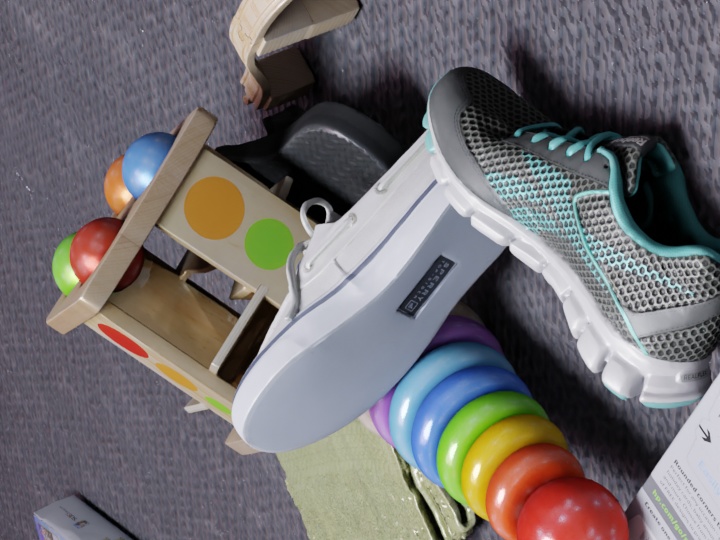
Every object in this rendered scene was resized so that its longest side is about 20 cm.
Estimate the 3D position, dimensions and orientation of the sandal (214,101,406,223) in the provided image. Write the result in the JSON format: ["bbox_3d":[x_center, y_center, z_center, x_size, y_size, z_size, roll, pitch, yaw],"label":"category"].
[{"bbox_3d":[-0.023,-0.063,1.278,0.075,0.048,0.200,38,160,-17],"label":"sandal"}]

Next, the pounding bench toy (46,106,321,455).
[{"bbox_3d":[-0.093,0.009,1.299,0.155,0.125,0.200,34,165,-10],"label":"pounding bench toy"}]

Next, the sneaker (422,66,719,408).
[{"bbox_3d":[0.108,-0.036,1.052,0.200,0.077,0.092,49,133,26],"label":"sneaker"}]

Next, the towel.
[{"bbox_3d":[-0.003,0.107,1.398,0.200,0.036,0.149,-21,93,64],"label":"towel"}]

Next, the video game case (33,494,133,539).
[{"bbox_3d":[-0.192,0.307,1.907,0.181,0.045,0.202,24,131,52],"label":"video game case"}]

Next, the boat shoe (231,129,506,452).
[{"bbox_3d":[-0.003,-0.002,1.172,0.202,0.074,0.086,-50,44,14],"label":"boat shoe"}]

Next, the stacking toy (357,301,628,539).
[{"bbox_3d":[0.068,0.091,1.159,0.200,0.085,0.086,-134,31,-53],"label":"stacking toy"}]

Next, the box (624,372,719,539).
[{"bbox_3d":[0.197,0.129,1.028,0.156,0.041,0.200,56,153,22],"label":"box"}]

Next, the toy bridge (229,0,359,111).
[{"bbox_3d":[-0.035,-0.136,1.225,0.027,0.067,0.200,59,153,13],"label":"toy bridge"}]
